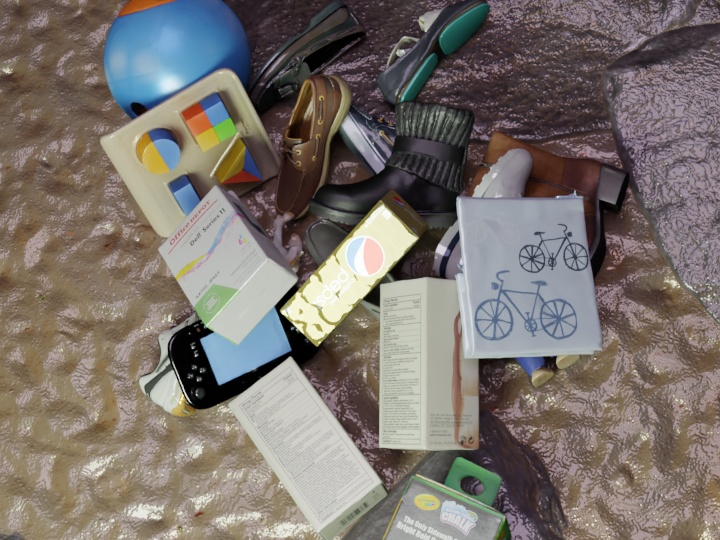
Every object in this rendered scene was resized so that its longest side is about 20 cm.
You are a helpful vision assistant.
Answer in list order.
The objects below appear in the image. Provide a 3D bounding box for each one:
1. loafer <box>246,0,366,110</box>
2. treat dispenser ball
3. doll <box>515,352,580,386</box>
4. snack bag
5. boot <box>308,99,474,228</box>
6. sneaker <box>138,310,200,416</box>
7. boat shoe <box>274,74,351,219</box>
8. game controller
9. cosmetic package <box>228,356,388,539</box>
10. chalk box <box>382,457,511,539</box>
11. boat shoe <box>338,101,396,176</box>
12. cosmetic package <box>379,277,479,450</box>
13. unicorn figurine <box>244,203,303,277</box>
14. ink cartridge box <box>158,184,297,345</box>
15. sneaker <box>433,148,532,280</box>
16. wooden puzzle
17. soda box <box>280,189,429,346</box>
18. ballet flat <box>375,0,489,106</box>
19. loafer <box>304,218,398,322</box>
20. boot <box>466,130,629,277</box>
[{"bbox_3d":[-0.075,-0.292,1.839,0.063,0.072,0.200,40,78,15],"label":"loafer"},{"bbox_3d":[-0.247,-0.284,1.791,0.198,0.201,0.204,-3,68,8],"label":"treat dispenser ball"},{"bbox_3d":[0.191,0.046,1.673,0.136,0.048,0.202,-37,65,18],"label":"doll"},{"bbox_3d":[0.199,0.004,1.599,0.186,0.021,0.203,-2,79,-22],"label":"snack bag"},{"bbox_3d":[0.039,-0.137,1.683,0.208,0.079,0.160,2,98,-10],"label":"boot"},{"bbox_3d":[-0.218,0.084,1.714,0.087,0.076,0.202,21,71,21],"label":"sneaker"},{"bbox_3d":[-0.078,-0.165,1.750,0.072,0.067,0.202,33,111,38],"label":"boat shoe"},{"bbox_3d":[-0.147,0.094,1.670,0.198,0.042,0.106,-25,105,-26],"label":"game controller"},{"bbox_3d":[-0.064,0.221,1.637,0.103,0.073,0.201,-35,68,-5],"label":"cosmetic package"},{"bbox_3d":[0.099,0.323,1.545,0.123,0.124,0.202,22,73,18],"label":"chalk box"},{"bbox_3d":[0.036,-0.177,1.779,0.090,0.071,0.201,-35,75,-6],"label":"boat shoe"},{"bbox_3d":[0.083,0.115,1.602,0.086,0.103,0.203,4,84,-33],"label":"cosmetic package"},{"bbox_3d":[-0.130,-0.027,1.720,0.197,0.075,0.138,-5,35,24],"label":"unicorn figurine"},{"bbox_3d":[-0.174,-0.020,1.641,0.117,0.067,0.200,-46,48,8],"label":"ink cartridge box"},{"bbox_3d":[0.172,-0.061,1.669,0.080,0.076,0.201,26,78,25],"label":"sneaker"},{"bbox_3d":[-0.216,-0.146,1.744,0.198,0.186,0.046,-28,41,-1],"label":"wooden puzzle"},{"bbox_3d":[-0.008,-0.002,1.631,0.068,0.064,0.200,43,113,0],"label":"soda box"},{"bbox_3d":[0.093,-0.313,1.820,0.073,0.073,0.200,38,81,20],"label":"ballet flat"},{"bbox_3d":[0.000,0.000,1.712,0.070,0.070,0.200,-45,69,-9],"label":"loafer"},{"bbox_3d":[0.225,-0.073,1.708,0.198,0.068,0.191,17,85,22],"label":"boot"}]
